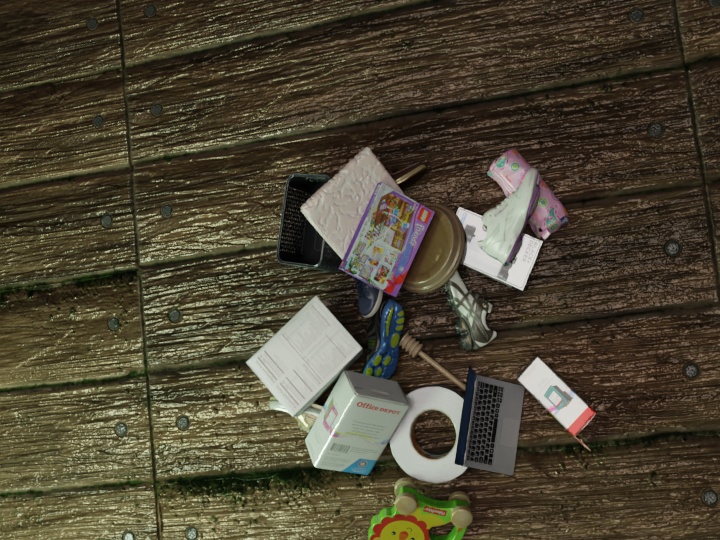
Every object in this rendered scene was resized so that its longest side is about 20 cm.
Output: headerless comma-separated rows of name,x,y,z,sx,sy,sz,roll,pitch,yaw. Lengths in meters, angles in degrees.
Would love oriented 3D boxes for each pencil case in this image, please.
pencil case,0.358,-0.162,1.688,0.087,0.087,0.202,-37,78,7

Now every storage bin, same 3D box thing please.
storage bin,-0.100,-0.106,1.763,0.133,0.093,0.205,7,89,35

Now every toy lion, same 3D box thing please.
toy lion,0.121,0.548,1.677,0.196,0.069,0.195,14,112,-6

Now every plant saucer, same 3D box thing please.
plant saucer,0.137,-0.052,1.716,0.197,0.029,0.205,-13,68,35

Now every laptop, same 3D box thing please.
laptop,0.265,0.309,1.598,0.196,0.116,0.192,15,77,-18

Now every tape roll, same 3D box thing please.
tape roll,0.161,0.350,1.701,0.195,0.066,0.205,-1,84,13

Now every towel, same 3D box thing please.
towel,0.000,-0.127,1.689,0.200,0.032,0.192,-43,104,-9

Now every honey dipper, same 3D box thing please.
honey dipper,0.170,0.211,1.726,0.199,0.038,0.038,38,94,12

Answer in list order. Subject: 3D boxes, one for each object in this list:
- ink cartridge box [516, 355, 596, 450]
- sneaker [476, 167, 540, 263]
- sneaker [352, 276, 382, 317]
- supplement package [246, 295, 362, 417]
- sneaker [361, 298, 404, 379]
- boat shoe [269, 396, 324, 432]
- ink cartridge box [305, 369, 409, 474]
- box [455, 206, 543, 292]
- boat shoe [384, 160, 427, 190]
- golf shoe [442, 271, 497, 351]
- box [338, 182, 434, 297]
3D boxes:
ink cartridge box,0.415,0.270,1.623,0.200,0.116,0.067,45,95,12
sneaker,0.305,-0.121,1.630,0.098,0.075,0.204,26,103,19
sneaker,0.000,0.000,1.742,0.074,0.083,0.205,-17,67,45
supplement package,-0.114,0.186,1.675,0.200,0.152,0.151,-43,82,-7
sneaker,0.047,0.159,1.746,0.069,0.083,0.204,9,103,-20
boat shoe,-0.114,0.326,1.762,0.195,0.075,0.070,9,82,13
ink cartridge box,-0.008,0.323,1.670,0.202,0.142,0.085,-61,33,22
box,0.285,-0.046,1.708,0.197,0.060,0.119,25,91,14
boat shoe,0.053,-0.206,1.772,0.197,0.072,0.073,-26,80,16
golf shoe,0.234,0.068,1.709,0.093,0.078,0.204,-17,90,2
box,0.056,-0.065,1.673,0.135,0.039,0.203,26,87,-15
